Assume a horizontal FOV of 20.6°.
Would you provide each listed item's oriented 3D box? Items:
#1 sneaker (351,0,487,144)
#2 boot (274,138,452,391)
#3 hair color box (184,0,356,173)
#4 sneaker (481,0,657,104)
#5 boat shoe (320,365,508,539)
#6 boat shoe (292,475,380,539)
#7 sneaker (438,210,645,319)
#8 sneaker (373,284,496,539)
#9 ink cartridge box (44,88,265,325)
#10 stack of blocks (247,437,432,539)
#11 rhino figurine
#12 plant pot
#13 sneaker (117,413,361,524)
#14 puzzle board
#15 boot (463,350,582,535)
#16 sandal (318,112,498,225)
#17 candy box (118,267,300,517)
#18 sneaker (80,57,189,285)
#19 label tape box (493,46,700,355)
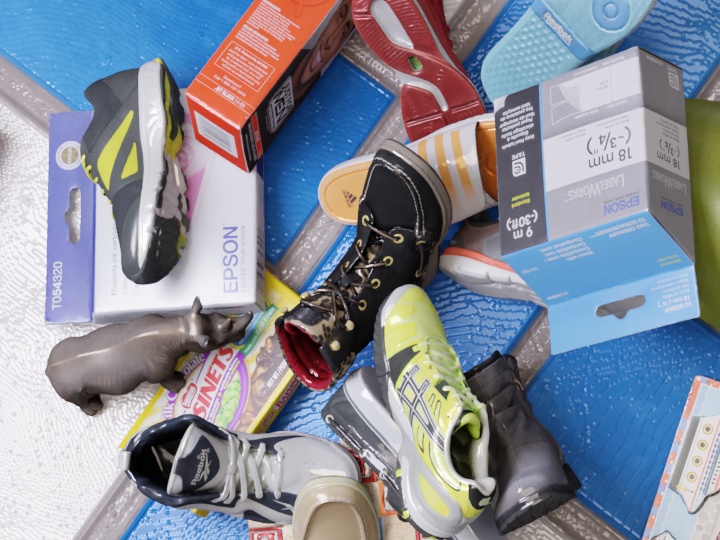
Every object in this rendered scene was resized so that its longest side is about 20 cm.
[{"bbox_3d":[0.069,-0.181,1.676,0.078,0.116,0.201,-13,119,26],"label":"sneaker"},{"bbox_3d":[0.000,0.000,1.588,0.073,0.201,0.151,35,64,16],"label":"boot"},{"bbox_3d":[-0.062,-0.190,1.658,0.061,0.102,0.201,32,75,11],"label":"hair color box"},{"bbox_3d":[0.192,-0.214,1.615,0.200,0.130,0.080,-38,87,41],"label":"sneaker"},{"bbox_3d":[0.045,0.169,1.598,0.057,0.069,0.201,-43,77,20],"label":"boat shoe"},{"bbox_3d":[-0.020,0.252,1.601,0.071,0.065,0.201,1,128,-2],"label":"boat shoe"},{"bbox_3d":[0.157,-0.015,1.626,0.199,0.077,0.083,14,75,31],"label":"sneaker"},{"bbox_3d":[0.065,0.103,1.535,0.076,0.075,0.202,-31,64,42],"label":"sneaker"},{"bbox_3d":[-0.181,-0.057,1.706,0.198,0.043,0.198,-4,75,8],"label":"ink cartridge box"},{"bbox_3d":[0.004,0.178,1.663,0.198,0.059,0.116,-7,84,9],"label":"stack of blocks"},{"bbox_3d":[-0.176,0.068,1.667,0.198,0.087,0.060,-19,66,21],"label":"rhino figurine"},{"bbox_3d":[0.264,-0.061,1.594,0.199,0.187,0.189,25,90,26],"label":"plant pot"},{"bbox_3d":[-0.104,0.160,1.586,0.197,0.130,0.080,12,88,10],"label":"sneaker"},{"bbox_3d":[0.316,0.205,1.631,0.149,0.017,0.202,19,88,10],"label":"puzzle board"},{"bbox_3d":[0.116,0.133,1.579,0.069,0.200,0.133,-27,85,5],"label":"boot"},{"bbox_3d":[0.052,-0.067,1.647,0.205,0.059,0.080,-16,111,27],"label":"sandal"},{"bbox_3d":[-0.113,0.099,1.693,0.102,0.026,0.201,36,92,30],"label":"candy box"},{"bbox_3d":[-0.193,-0.078,1.663,0.084,0.075,0.202,-8,64,15],"label":"sneaker"},{"bbox_3d":[0.179,-0.052,1.520,0.143,0.063,0.202,-18,65,40],"label":"label tape box"}]
